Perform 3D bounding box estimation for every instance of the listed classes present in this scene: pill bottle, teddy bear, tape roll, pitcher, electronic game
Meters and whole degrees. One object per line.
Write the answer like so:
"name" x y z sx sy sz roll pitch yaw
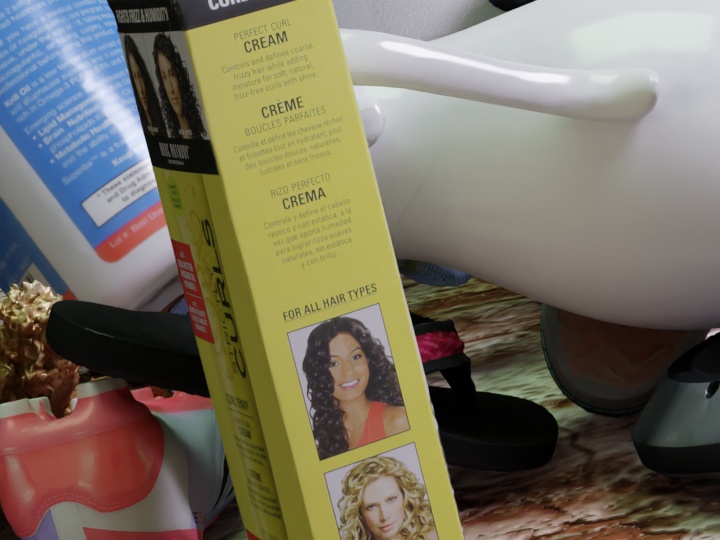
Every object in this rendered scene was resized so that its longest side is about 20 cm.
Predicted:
"pill bottle" -0.137 -0.067 1.094 0.112 0.200 0.112 -37 -10 -7
"teddy bear" -0.159 0.066 0.932 0.067 0.145 0.200 36 33 12
"tape roll" 0.020 -0.117 1.210 0.203 0.037 0.203 -18 4 1
"pitcher" 0.068 -0.045 0.865 0.200 0.121 0.172 0 -11 14
"electronic game" 0.183 0.024 0.848 0.200 0.042 0.200 -21 4 2

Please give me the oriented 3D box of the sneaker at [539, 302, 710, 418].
"sneaker" 0.109 -0.020 0.999 0.071 0.080 0.200 12 56 5

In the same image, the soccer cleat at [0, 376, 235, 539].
"soccer cleat" -0.073 0.076 0.903 0.067 0.077 0.200 -12 -5 12

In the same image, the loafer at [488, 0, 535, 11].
"loafer" 0.137 -0.158 1.121 0.200 0.070 0.068 -20 11 -24

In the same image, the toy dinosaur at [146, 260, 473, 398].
"toy dinosaur" 0.000 0.000 1.069 0.181 0.105 0.200 -21 10 24

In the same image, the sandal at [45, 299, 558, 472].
"sandal" -0.009 0.028 0.875 0.200 0.045 0.075 16 4 -33

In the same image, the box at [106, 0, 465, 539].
"box" -0.020 0.009 0.774 0.050 0.200 0.075 -18 12 -19

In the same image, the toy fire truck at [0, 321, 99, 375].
"toy fire truck" -0.112 0.007 1.217 0.200 0.129 0.176 -38 10 -12
